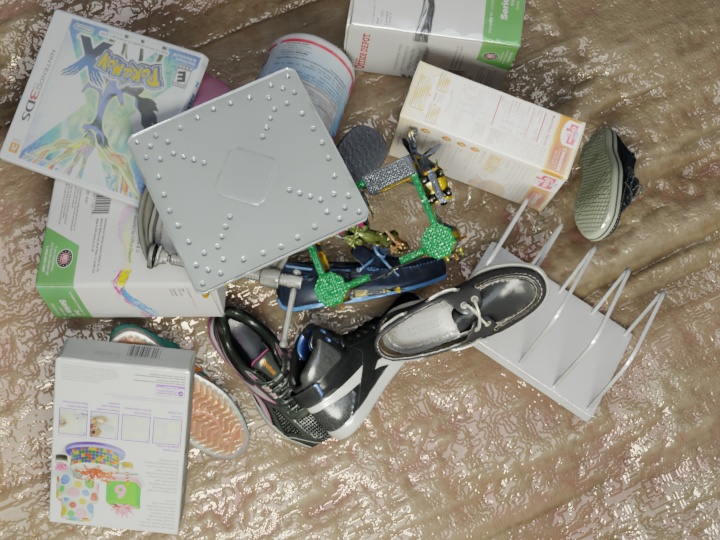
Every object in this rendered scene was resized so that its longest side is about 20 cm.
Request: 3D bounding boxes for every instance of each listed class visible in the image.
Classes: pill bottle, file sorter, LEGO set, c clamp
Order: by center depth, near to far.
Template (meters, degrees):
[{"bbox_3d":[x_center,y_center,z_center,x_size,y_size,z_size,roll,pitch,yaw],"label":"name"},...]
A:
[{"bbox_3d":[-0.148,-0.026,1.486,0.198,0.027,0.172,16,72,5],"label":"c clamp"},{"bbox_3d":[0.024,-0.049,1.548,0.199,0.116,0.155,-32,84,15],"label":"LEGO set"},{"bbox_3d":[0.222,0.039,1.574,0.199,0.125,0.139,34,52,3],"label":"file sorter"},{"bbox_3d":[-0.082,-0.163,1.599,0.108,0.109,0.201,18,60,0],"label":"pill bottle"}]

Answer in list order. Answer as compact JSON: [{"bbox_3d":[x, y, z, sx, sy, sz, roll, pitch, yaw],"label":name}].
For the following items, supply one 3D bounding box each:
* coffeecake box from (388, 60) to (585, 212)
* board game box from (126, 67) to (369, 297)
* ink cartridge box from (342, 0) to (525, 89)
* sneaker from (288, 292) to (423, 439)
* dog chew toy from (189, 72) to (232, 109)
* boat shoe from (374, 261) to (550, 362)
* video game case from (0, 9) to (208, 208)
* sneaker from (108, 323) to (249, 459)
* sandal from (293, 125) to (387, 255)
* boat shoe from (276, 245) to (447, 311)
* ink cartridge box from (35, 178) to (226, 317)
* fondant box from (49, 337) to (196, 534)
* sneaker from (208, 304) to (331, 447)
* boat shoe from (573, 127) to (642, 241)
[{"bbox_3d":[0.141,-0.151,1.615,0.198,0.154,0.074,21,77,0],"label":"coffeecake box"},{"bbox_3d":[-0.119,-0.094,1.485,0.199,0.026,0.201,-24,69,-8],"label":"board game box"},{"bbox_3d":[0.082,-0.284,1.641,0.198,0.146,0.085,8,77,-3],"label":"ink cartridge box"},{"bbox_3d":[-0.006,0.077,1.569,0.112,0.073,0.201,44,59,-20],"label":"sneaker"},{"bbox_3d":[-0.236,-0.191,1.620,0.199,0.125,0.125,31,79,11],"label":"dog chew toy"},{"bbox_3d":[0.105,0.047,1.493,0.198,0.060,0.074,-16,103,20],"label":"boat shoe"},{"bbox_3d":[-0.287,-0.181,1.562,0.198,0.022,0.184,19,86,18],"label":"video game case"},{"bbox_3d":[-0.202,0.128,1.584,0.071,0.080,0.200,-43,106,5],"label":"sneaker"},{"bbox_3d":[-0.043,-0.087,1.653,0.200,0.043,0.076,-43,92,-20],"label":"sandal"},{"bbox_3d":[0.000,0.000,1.611,0.198,0.084,0.069,-10,91,-8],"label":"boat shoe"},{"bbox_3d":[-0.246,-0.028,1.567,0.198,0.084,0.146,0,61,7],"label":"ink cartridge box"},{"bbox_3d":[-0.259,0.181,1.526,0.143,0.058,0.202,6,109,-2],"label":"fondant box"},{"bbox_3d":[-0.102,0.119,1.581,0.200,0.086,0.080,43,81,4],"label":"sneaker"},{"bbox_3d":[0.289,-0.094,1.616,0.062,0.201,0.075,37,122,-14],"label":"boat shoe"}]
